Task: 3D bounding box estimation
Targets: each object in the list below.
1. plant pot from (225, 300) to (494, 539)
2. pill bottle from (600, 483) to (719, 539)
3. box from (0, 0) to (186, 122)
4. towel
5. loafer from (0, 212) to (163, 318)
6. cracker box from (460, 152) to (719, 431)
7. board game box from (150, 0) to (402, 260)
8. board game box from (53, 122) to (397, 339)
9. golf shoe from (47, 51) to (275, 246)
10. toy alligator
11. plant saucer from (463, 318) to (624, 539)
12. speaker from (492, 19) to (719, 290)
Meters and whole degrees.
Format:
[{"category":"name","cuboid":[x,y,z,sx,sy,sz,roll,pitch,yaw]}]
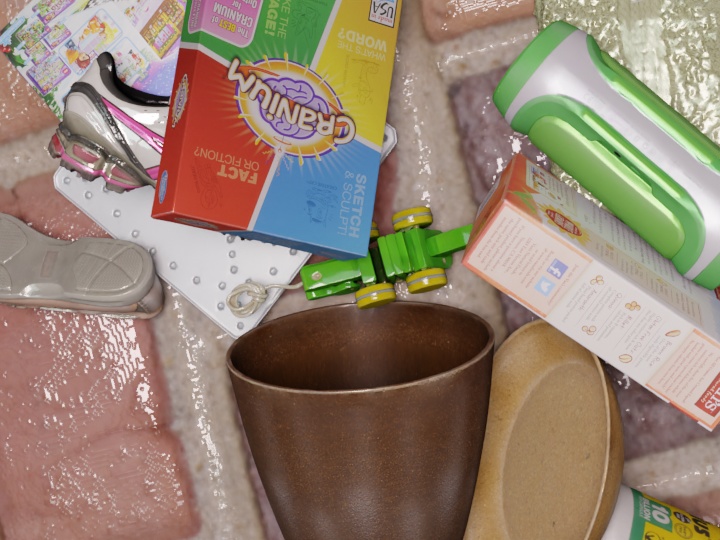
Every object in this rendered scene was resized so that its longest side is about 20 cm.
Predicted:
[{"category":"plant pot","cuboid":[0.009,0.145,0.952,0.186,0.187,0.201,-3,106,10]},{"category":"pill bottle","cuboid":[0.240,0.234,0.927,0.199,0.113,0.113,24,95,-1]},{"category":"box","cuboid":[-0.159,-0.187,1.005,0.200,0.039,0.137,-41,85,8]},{"category":"towel","cuboid":[0.202,-0.135,0.972,0.147,0.036,0.201,-3,90,11]},{"category":"loafer","cuboid":[-0.248,0.005,1.039,0.199,0.063,0.072,9,60,15]},{"category":"cracker box","cuboid":[0.169,0.010,0.912,0.199,0.134,0.058,33,110,-1]},{"category":"board game box","cuboid":[-0.054,-0.120,0.935,0.152,0.040,0.201,12,81,-29]},{"category":"board game box","cuboid":[-0.104,-0.085,1.030,0.200,0.026,0.200,39,97,7]},{"category":"golf shoe","cuboid":[-0.117,-0.083,0.960,0.199,0.073,0.092,23,102,-12]},{"category":"toy alligator","cuboid":[0.000,0.000,0.998,0.199,0.054,0.060,-16,79,8]},{"category":"plant saucer","cuboid":[0.127,0.134,0.929,0.035,0.200,0.201,14,94,-22]},{"category":"speaker","cuboid":[0.187,-0.080,0.914,0.200,0.088,0.089,42,97,8]}]
